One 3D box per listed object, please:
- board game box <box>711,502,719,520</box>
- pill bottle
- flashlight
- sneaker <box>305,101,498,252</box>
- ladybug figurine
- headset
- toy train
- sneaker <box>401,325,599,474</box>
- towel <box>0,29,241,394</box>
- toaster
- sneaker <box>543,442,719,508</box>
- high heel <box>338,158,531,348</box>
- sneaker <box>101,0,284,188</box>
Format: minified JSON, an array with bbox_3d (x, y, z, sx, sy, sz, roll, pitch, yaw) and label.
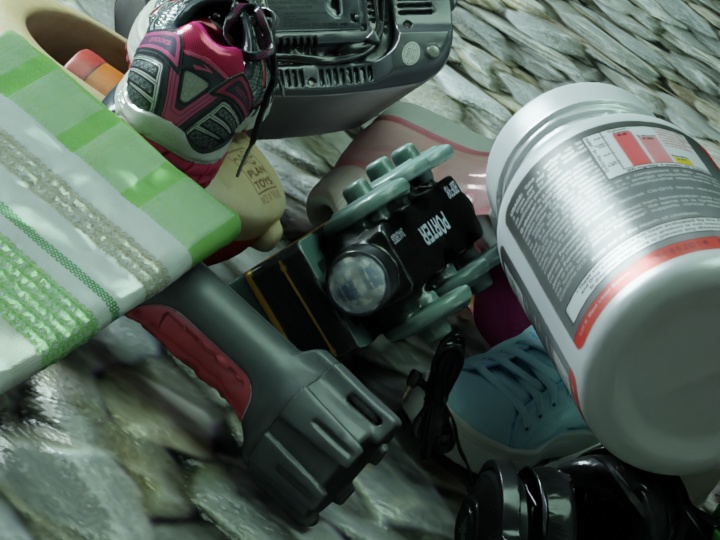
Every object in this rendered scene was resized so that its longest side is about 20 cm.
[{"bbox_3d":[0.271,0.128,1.328,0.200,0.105,0.023,17,-26,46],"label":"board game box"},{"bbox_3d":[0.130,-0.004,1.250,0.116,0.116,0.200,23,22,-27],"label":"pill bottle"},{"bbox_3d":[-0.079,0.031,1.178,0.200,0.068,0.068,43,57,14],"label":"flashlight"},{"bbox_3d":[0.053,-0.022,1.422,0.200,0.105,0.075,22,-38,42],"label":"sneaker"},{"bbox_3d":[-0.126,-0.064,1.312,0.200,0.072,0.136,37,20,10],"label":"ladybug figurine"},{"bbox_3d":[0.093,0.102,1.199,0.123,0.094,0.200,-4,21,-40],"label":"headset"},{"bbox_3d":[0.000,0.000,1.296,0.085,0.114,0.200,60,17,-3],"label":"toy train"},{"bbox_3d":[0.091,0.052,1.362,0.074,0.082,0.200,39,20,20],"label":"sneaker"},{"bbox_3d":[-0.162,-0.018,1.118,0.149,0.031,0.200,41,41,13],"label":"towel"},{"bbox_3d":[-0.054,-0.133,1.440,0.200,0.129,0.114,-4,77,-18],"label":"toaster"},{"bbox_3d":[0.152,0.083,1.333,0.074,0.116,0.200,39,22,12],"label":"sneaker"},{"bbox_3d":[0.045,-0.012,1.502,0.096,0.067,0.200,2,38,-11],"label":"high heel"},{"bbox_3d":[-0.067,-0.104,1.274,0.081,0.075,0.200,29,23,-9],"label":"sneaker"}]
